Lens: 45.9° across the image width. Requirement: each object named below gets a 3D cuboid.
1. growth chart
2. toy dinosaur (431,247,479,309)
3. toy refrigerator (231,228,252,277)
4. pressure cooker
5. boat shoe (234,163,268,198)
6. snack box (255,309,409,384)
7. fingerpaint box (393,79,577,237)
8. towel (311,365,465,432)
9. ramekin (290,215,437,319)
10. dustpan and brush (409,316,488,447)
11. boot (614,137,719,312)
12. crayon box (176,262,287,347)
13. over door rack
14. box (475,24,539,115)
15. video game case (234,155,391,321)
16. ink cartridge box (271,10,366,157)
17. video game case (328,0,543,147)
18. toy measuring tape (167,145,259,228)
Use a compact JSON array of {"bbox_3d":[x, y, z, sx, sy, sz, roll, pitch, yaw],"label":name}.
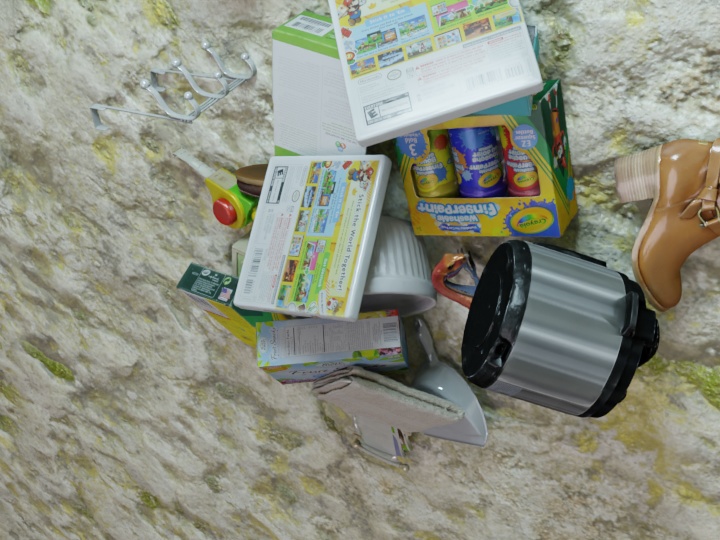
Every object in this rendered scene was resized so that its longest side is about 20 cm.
[{"bbox_3d":[0.030,0.240,1.376,0.144,0.018,0.203,21,130,37],"label":"growth chart"},{"bbox_3d":[0.176,0.043,1.061,0.179,0.203,0.105,2,154,-21],"label":"toy dinosaur"},{"bbox_3d":[-0.099,0.014,1.291,0.198,0.070,0.077,24,131,20],"label":"toy refrigerator"},{"bbox_3d":[0.229,0.073,0.964,0.197,0.176,0.181,17,107,-5],"label":"pressure cooker"},{"bbox_3d":[-0.091,-0.108,1.199,0.197,0.070,0.071,10,122,29],"label":"boat shoe"},{"bbox_3d":[-0.034,0.111,1.202,0.197,0.069,0.169,-7,164,4],"label":"snack box"},{"bbox_3d":[0.146,-0.129,1.019,0.198,0.073,0.169,4,121,33],"label":"fingerpaint box"},{"bbox_3d":[0.038,0.189,1.217,0.198,0.035,0.132,22,155,-21],"label":"towel"},{"bbox_3d":[0.000,0.000,1.130,0.198,0.199,0.107,-16,73,40],"label":"ramekin"},{"bbox_3d":[0.113,0.162,1.268,0.138,0.057,0.202,1,127,48],"label":"dustpan and brush"},{"bbox_3d":[0.375,-0.049,0.930,0.153,0.077,0.203,-6,109,33],"label":"boot"},{"bbox_3d":[-0.184,0.069,1.348,0.126,0.051,0.200,16,158,36],"label":"crayon box"},{"bbox_3d":[-0.262,-0.255,1.161,0.198,0.148,0.067,2,124,32],"label":"over door rack"},{"bbox_3d":[0.090,-0.220,0.925,0.197,0.084,0.049,6,166,18],"label":"box"},{"bbox_3d":[-0.061,-0.044,1.047,0.180,0.203,0.023,4,164,34],"label":"video game case"},{"bbox_3d":[-0.036,-0.208,1.090,0.146,0.076,0.202,22,131,20],"label":"ink cartridge box"},{"bbox_3d":[0.074,-0.242,0.898,0.197,0.023,0.185,-16,70,12],"label":"video game case"},{"bbox_3d":[-0.216,-0.117,1.286,0.199,0.073,0.074,32,134,22],"label":"toy measuring tape"}]
